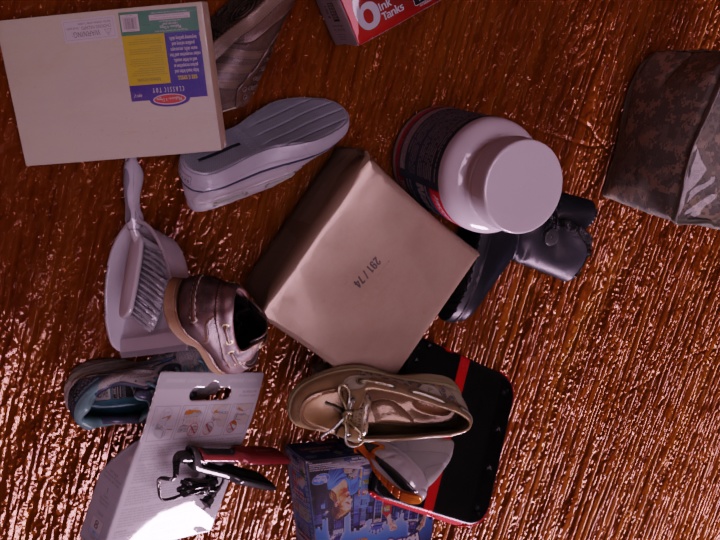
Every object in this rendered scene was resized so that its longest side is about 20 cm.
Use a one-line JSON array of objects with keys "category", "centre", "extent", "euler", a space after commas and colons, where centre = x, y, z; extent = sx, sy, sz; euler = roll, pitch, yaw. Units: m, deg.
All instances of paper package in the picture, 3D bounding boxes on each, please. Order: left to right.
[{"category": "paper package", "centre": [0.000, 0.000, 0.875], "extent": [0.190, 0.103, 0.202], "euler": [36, 90, -26]}]

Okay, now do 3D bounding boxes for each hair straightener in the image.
[{"category": "hair straightener", "centre": [-0.151, 0.230, 0.849], "extent": [0.078, 0.040, 0.199], "euler": [-64, 152, 1]}]

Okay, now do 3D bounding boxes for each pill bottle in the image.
[{"category": "pill bottle", "centre": [0.122, -0.106, 0.837], "extent": [0.117, 0.200, 0.122], "euler": [-6, 107, -19]}]

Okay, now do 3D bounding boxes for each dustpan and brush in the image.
[{"category": "dustpan and brush", "centre": [-0.222, -0.021, 0.791], "extent": [0.057, 0.138, 0.205], "euler": [16, 71, -44]}]

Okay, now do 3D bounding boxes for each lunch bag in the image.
[{"category": "lunch bag", "centre": [0.396, -0.166, 0.948], "extent": [0.115, 0.164, 0.205], "euler": [5, 104, -16]}]

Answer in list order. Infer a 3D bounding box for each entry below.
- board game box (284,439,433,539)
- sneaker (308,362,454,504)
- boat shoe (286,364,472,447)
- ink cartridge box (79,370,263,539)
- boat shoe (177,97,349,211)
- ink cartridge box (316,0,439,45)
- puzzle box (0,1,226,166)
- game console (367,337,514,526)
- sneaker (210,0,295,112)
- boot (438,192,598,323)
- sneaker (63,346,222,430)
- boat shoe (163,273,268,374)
[{"category": "board game box", "centre": [-0.004, 0.315, 0.974], "extent": [0.196, 0.061, 0.205], "euler": [2, 97, -32]}, {"category": "sneaker", "centre": [0.023, 0.172, 0.912], "extent": [0.092, 0.200, 0.076], "euler": [-37, 158, -26]}, {"category": "boat shoe", "centre": [0.021, 0.145, 0.831], "extent": [0.195, 0.063, 0.075], "euler": [-1, 109, -12]}, {"category": "ink cartridge box", "centre": [-0.198, 0.195, 0.846], "extent": [0.159, 0.047, 0.204], "euler": [11, 101, -55]}, {"category": "boat shoe", "centre": [-0.102, -0.123, 0.824], "extent": [0.197, 0.074, 0.067], "euler": [-22, 151, -26]}, {"category": "ink cartridge box", "centre": [0.032, -0.356, 0.794], "extent": [0.198, 0.084, 0.178], "euler": [-31, 114, -10]}, {"category": "puzzle box", "centre": [-0.230, -0.173, 0.735], "extent": [0.195, 0.025, 0.136], "euler": [-3, 107, 5]}, {"category": "game console", "centre": [0.105, 0.203, 0.981], "extent": [0.174, 0.031, 0.204], "euler": [23, 73, -22]}, {"category": "sneaker", "centre": [-0.129, -0.210, 0.792], "extent": [0.200, 0.071, 0.076], "euler": [-43, 129, 2]}, {"category": "boot", "centre": [0.197, -0.013, 0.961], "extent": [0.165, 0.076, 0.204], "euler": [19, 92, -21]}, {"category": "sneaker", "centre": [-0.212, 0.128, 0.837], "extent": [0.196, 0.086, 0.079], "euler": [-15, 110, -17]}, {"category": "boat shoe", "centre": [-0.123, 0.058, 0.761], "extent": [0.069, 0.200, 0.072], "euler": [-3, 73, 7]}]
